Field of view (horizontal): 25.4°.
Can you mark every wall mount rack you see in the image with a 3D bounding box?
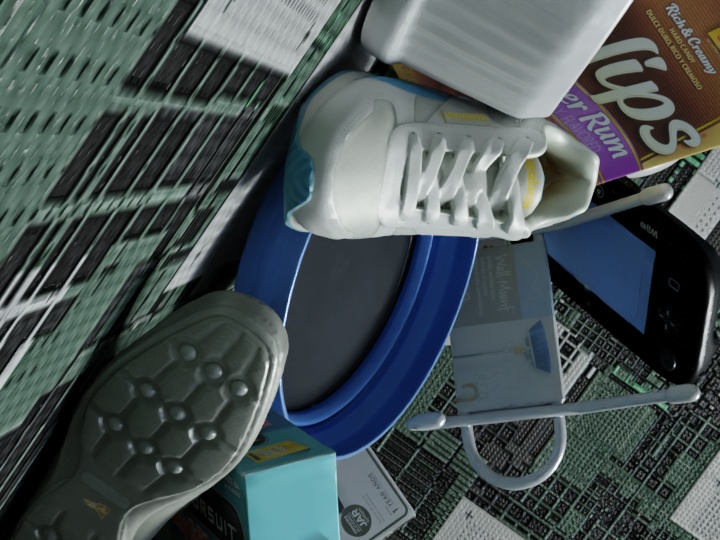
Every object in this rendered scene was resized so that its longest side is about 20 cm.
[{"bbox_3d":[0.107,0.027,0.948,0.075,0.173,0.201,25,58,-75],"label":"wall mount rack"}]

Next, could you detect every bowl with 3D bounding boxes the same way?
[{"bbox_3d":[0.000,0.000,0.845,0.201,0.039,0.201,-41,142,-44],"label":"bowl"}]

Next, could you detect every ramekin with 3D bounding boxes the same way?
[{"bbox_3d":[0.092,-0.160,0.729,0.203,0.094,0.202,-55,179,-1],"label":"ramekin"}]

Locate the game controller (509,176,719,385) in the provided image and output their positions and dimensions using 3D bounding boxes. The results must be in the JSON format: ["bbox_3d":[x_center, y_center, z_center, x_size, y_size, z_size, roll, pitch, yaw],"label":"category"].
[{"bbox_3d":[0.151,-0.016,0.988,0.042,0.200,0.105,-27,133,-19],"label":"game controller"}]

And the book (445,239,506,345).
[{"bbox_3d":[0.066,-0.065,1.109,0.134,0.048,0.201,112,-22,-65],"label":"book"}]

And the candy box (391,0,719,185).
[{"bbox_3d":[0.127,-0.111,0.875,0.199,0.117,0.056,-18,-159,30],"label":"candy box"}]

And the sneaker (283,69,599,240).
[{"bbox_3d":[0.039,-0.050,0.752,0.200,0.081,0.077,-11,114,-53],"label":"sneaker"}]

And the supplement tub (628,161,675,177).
[{"bbox_3d":[0.157,-0.149,1.150,0.132,0.132,0.200,-55,-156,3],"label":"supplement tub"}]

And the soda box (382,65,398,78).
[{"bbox_3d":[0.086,-0.168,1.021,0.200,0.064,0.068,-55,179,-29],"label":"soda box"}]

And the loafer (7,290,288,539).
[{"bbox_3d":[-0.090,0.071,0.679,0.200,0.070,0.070,-46,-171,36],"label":"loafer"}]

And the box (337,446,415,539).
[{"bbox_3d":[-0.080,0.165,1.002,0.200,0.117,0.060,-35,175,-13],"label":"box"}]

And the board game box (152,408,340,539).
[{"bbox_3d":[-0.057,0.164,0.774,0.151,0.047,0.201,24,-59,61],"label":"board game box"}]
